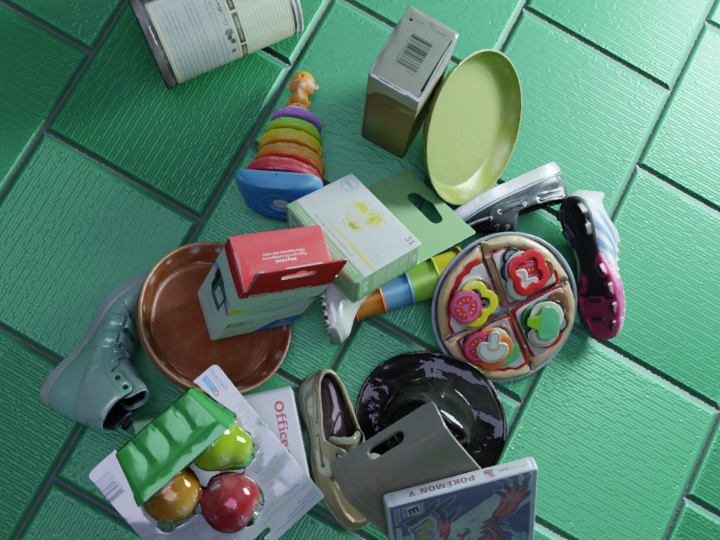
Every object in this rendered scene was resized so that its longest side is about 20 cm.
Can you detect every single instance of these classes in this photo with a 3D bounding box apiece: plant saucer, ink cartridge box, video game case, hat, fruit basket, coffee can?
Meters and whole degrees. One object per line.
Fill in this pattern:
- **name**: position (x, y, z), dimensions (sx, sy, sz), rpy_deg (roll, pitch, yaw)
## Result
- **plant saucer**: position (0.142, -0.187, 1.010), dimensions (0.031, 0.200, 0.201), rpy_deg (24, 76, 40)
- **ink cartridge box**: position (0.028, -0.063, 0.953), dimensions (0.198, 0.048, 0.146), rpy_deg (-29, 59, -23)
- **plant saucer**: position (-0.182, 0.062, 0.968), dimensions (0.198, 0.032, 0.203), rpy_deg (13, 61, -25)
- **video game case**: position (0.122, 0.315, 0.923), dimensions (0.179, 0.023, 0.202), rpy_deg (-13, 127, -6)
- **ink cartridge box**: position (-0.164, 0.235, 0.950), dimensions (0.197, 0.088, 0.148), rpy_deg (-11, 81, -7)
- **hat**: position (0.087, 0.194, 0.965), dimensions (0.197, 0.081, 0.204), rpy_deg (0, 84, 4)
- **ink cartridge box**: position (-0.106, 0.009, 0.889), dimensions (0.115, 0.200, 0.068), rpy_deg (-10, 71, -29)
- **fruit basket**: position (-0.172, 0.241, 0.873), dimensions (0.185, 0.094, 0.201), rpy_deg (-41, 100, -9)
- **coffee can**: position (-0.192, -0.345, 1.010), dimensions (0.198, 0.146, 0.148), rpy_deg (-25, 83, -8)

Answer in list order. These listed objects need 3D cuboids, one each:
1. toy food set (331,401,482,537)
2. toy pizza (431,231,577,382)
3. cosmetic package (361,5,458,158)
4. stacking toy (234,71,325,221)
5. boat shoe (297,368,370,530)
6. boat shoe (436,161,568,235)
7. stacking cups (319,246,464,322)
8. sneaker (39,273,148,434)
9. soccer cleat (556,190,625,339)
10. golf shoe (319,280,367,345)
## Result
- **toy food set**: position (0.076, 0.251, 0.918), dimensions (0.143, 0.061, 0.200), rpy_deg (-33, 126, 10)
- **toy pizza**: position (0.190, 0.052, 0.996), dimensions (0.197, 0.032, 0.203), rpy_deg (-2, 104, -8)
- **cosmetic package**: position (0.058, -0.231, 0.982), dimensions (0.070, 0.200, 0.106), rpy_deg (30, 81, 3)
- **stacking toy**: position (-0.090, -0.176, 1.023), dimensions (0.114, 0.110, 0.203), rpy_deg (4, 69, 7)
- **boat shoe**: position (-0.025, 0.223, 0.964), dimensions (0.071, 0.065, 0.203), rpy_deg (-11, 78, -27)
- **boat shoe**: position (0.194, -0.077, 1.040), dimensions (0.198, 0.070, 0.067), rpy_deg (-26, 82, -15)
- **stacking cups**: position (0.043, 0.023, 1.018), dimensions (0.197, 0.061, 0.061), rpy_deg (-16, 82, -3)
- **sneaker**: position (-0.282, 0.105, 0.943), dimensions (0.117, 0.074, 0.202), rpy_deg (23, 66, 21)
- **soccer cleat**: position (0.325, -0.012, 1.036), dimensions (0.086, 0.069, 0.203), rpy_deg (-18, 95, -40)
- **golf shoe**: position (0.000, 0.000, 0.964), dimensions (0.096, 0.079, 0.202), rpy_deg (0, 56, 11)
